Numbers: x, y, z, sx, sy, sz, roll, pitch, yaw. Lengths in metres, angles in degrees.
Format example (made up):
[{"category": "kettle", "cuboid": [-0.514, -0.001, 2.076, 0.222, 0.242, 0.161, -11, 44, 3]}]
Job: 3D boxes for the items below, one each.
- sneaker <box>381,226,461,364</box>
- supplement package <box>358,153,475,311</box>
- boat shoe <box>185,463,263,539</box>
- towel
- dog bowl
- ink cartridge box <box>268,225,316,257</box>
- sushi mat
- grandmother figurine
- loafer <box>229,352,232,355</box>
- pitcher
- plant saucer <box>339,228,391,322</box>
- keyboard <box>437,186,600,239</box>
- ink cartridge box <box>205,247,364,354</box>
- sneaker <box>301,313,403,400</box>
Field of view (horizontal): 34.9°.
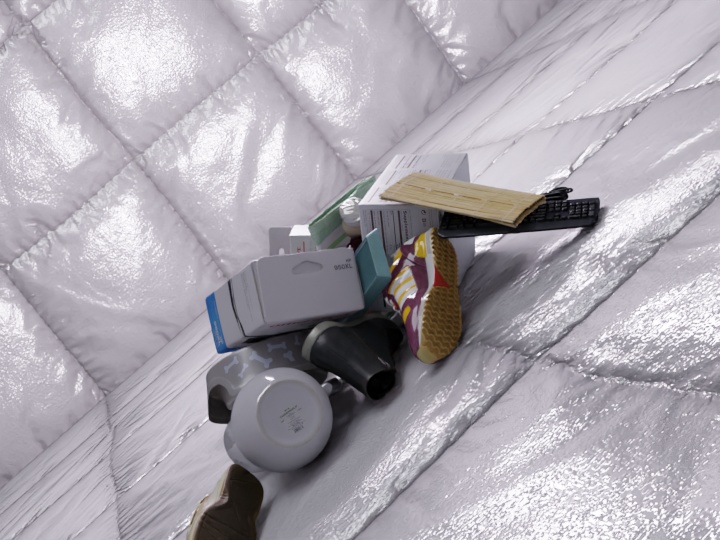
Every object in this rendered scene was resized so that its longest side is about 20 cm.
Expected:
[{"category": "sneaker", "cuboid": [0.070, 0.042, 1.403, 0.090, 0.075, 0.202, -27, 35, 32]}, {"category": "supplement package", "cuboid": [0.083, -0.055, 1.576, 0.109, 0.158, 0.200, 1, 25, 18]}, {"category": "boat shoe", "cuboid": [-0.158, 0.295, 1.279, 0.067, 0.074, 0.200, -49, 4, 19]}, {"category": "towel", "cuboid": [0.007, -0.014, 1.649, 0.023, 0.202, 0.152, 3, 34, 42]}, {"category": "dog bowl", "cuboid": [-0.116, 0.142, 1.531, 0.198, 0.059, 0.200, -17, -18, -6]}, {"category": "ink cartridge box", "cuboid": [-0.049, -0.008, 1.801, 0.197, 0.118, 0.068, -1, 16, 4]}, {"category": "sushi mat", "cuboid": [0.126, -0.092, 1.440, 0.198, 0.012, 0.095, 14, 32, 33]}, {"category": "grandmother figurine", "cuboid": [0.000, 0.000, 1.588, 0.060, 0.203, 0.121, -4, 2, 10]}, {"category": "loafer", "cuboid": [-0.111, 0.111, 1.643, 0.199, 0.070, 0.070, -33, 35, 16]}, {"category": "pitcher", "cuboid": [-0.082, 0.173, 1.407, 0.171, 0.122, 0.200, -36, -4, -18]}, {"category": "plant saucer", "cuboid": [-0.007, 0.023, 1.481, 0.019, 0.071, 0.200, -6, -24, -23]}, {"category": "keyboard", "cuboid": [0.201, -0.076, 1.436, 0.197, 0.021, 0.127, -4, 22, 16]}, {"category": "ink cartridge box", "cuboid": [-0.101, 0.041, 1.490, 0.143, 0.085, 0.200, -9, -11, -26]}, {"category": "sneaker", "cuboid": [0.018, 0.115, 1.442, 0.199, 0.106, 0.075, -4, -55, -58]}]
